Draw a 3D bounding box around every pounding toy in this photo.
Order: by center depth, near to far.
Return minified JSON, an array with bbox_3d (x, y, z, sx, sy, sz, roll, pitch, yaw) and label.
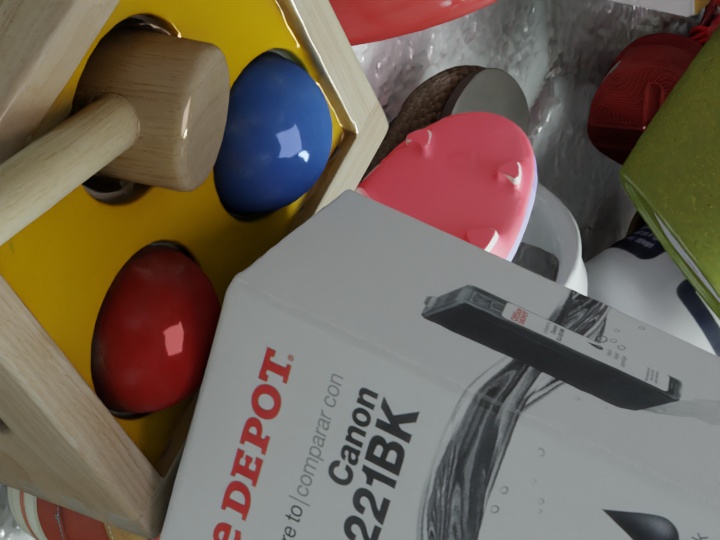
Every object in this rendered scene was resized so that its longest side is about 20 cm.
[{"bbox_3d":[-0.085,-0.032,0.617,0.184,0.142,0.200,-61,148,-23],"label":"pounding toy"}]

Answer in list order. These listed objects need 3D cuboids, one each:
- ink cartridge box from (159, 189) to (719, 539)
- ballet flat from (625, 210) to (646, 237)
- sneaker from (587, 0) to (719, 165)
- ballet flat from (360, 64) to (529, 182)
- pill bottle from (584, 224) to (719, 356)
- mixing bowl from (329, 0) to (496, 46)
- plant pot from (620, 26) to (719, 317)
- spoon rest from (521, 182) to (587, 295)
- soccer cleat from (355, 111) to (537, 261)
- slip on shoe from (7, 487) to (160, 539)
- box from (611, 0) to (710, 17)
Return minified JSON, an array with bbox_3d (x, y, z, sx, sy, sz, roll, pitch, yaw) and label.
[{"bbox_3d":[0.046,0.087,0.648,0.084,0.200,0.145,-37,148,-58],"label":"ink cartridge box"},{"bbox_3d":[0.119,0.055,1.107,0.063,0.069,0.200,39,65,-29],"label":"ballet flat"},{"bbox_3d":[0.163,-0.103,1.096,0.200,0.078,0.116,50,52,-69],"label":"sneaker"},{"bbox_3d":[0.000,0.000,0.882,0.067,0.046,0.200,46,66,-35],"label":"ballet flat"},{"bbox_3d":[0.166,0.023,1.034,0.200,0.111,0.111,-29,135,-13],"label":"pill bottle"},{"bbox_3d":[0.015,-0.160,0.763,0.200,0.108,0.201,-32,129,-49],"label":"mixing bowl"},{"bbox_3d":[0.212,-0.064,0.920,0.200,0.187,0.187,-36,146,3],"label":"plant pot"},{"bbox_3d":[0.041,0.040,0.950,0.200,0.061,0.099,-54,145,-33],"label":"spoon rest"},{"bbox_3d":[0.009,0.033,0.832,0.077,0.067,0.200,75,37,-63],"label":"soccer cleat"},{"bbox_3d":[-0.047,0.016,0.788,0.200,0.061,0.074,-60,146,-27],"label":"slip on shoe"},{"bbox_3d":[0.142,-0.213,0.962,0.200,0.097,0.125,-45,140,-41],"label":"box"}]
